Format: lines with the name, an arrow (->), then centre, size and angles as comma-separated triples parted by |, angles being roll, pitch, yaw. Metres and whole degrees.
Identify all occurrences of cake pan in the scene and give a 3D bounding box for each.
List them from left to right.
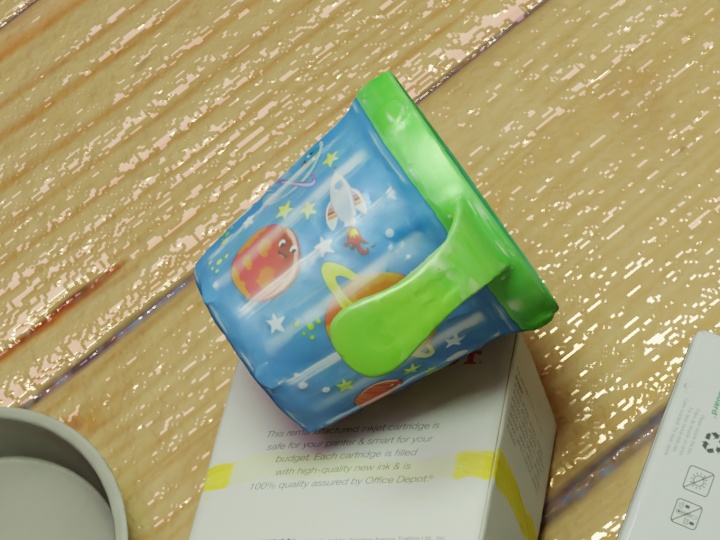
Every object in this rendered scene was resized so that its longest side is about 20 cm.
cake pan -> -0.203, 0.164, 1.347 | 0.200, 0.037, 0.201 | -11, 54, 16

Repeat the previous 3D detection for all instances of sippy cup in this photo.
sippy cup -> 0.000, 0.000, 1.213 | 0.130, 0.178, 0.140 | -35, 70, 4

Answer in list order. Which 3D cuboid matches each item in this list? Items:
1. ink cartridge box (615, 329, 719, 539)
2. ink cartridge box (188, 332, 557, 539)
ink cartridge box -> 0.207, 0.149, 1.163 | 0.200, 0.043, 0.197 | 21, 66, 7
ink cartridge box -> 0.003, 0.125, 1.236 | 0.145, 0.083, 0.200 | -4, 47, 20
